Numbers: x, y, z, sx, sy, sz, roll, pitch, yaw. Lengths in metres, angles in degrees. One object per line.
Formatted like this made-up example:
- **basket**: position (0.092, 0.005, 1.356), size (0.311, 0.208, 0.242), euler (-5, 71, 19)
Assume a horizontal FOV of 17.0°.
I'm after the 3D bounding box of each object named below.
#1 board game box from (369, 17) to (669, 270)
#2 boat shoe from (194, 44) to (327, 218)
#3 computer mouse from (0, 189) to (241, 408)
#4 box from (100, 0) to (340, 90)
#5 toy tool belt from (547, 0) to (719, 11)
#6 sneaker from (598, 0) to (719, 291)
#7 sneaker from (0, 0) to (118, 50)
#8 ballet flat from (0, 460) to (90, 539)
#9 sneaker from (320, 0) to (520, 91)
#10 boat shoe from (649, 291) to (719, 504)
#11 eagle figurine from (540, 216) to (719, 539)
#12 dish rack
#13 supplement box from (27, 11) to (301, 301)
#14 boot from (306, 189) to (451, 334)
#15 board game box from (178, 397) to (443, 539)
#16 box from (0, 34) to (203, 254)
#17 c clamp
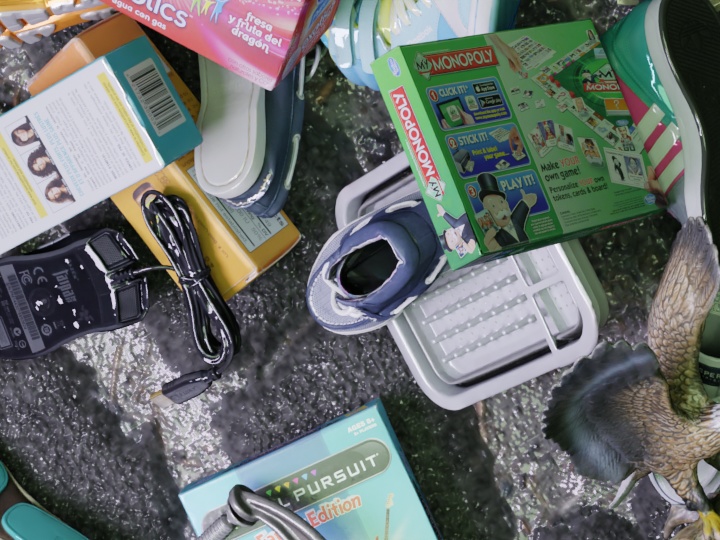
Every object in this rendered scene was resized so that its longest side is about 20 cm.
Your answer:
- **board game box**: position (0.101, -0.081, 1.481), size (0.029, 0.200, 0.135), euler (-29, 80, 41)
- **boat shoe**: position (-0.064, -0.133, 1.615), size (0.075, 0.062, 0.201), euler (-14, 62, 32)
- **computer mouse**: position (-0.168, 0.032, 1.637), size (0.200, 0.046, 0.141), euler (-22, 98, 27)
- **box**: position (-0.109, -0.214, 1.532), size (0.200, 0.100, 0.096), euler (29, 128, 7)
- **toy tool belt**: position (0.152, -0.228, 1.579), size (0.199, 0.125, 0.123), euler (-2, 85, 4)
- **sneaker**: position (0.196, -0.076, 1.586), size (0.083, 0.121, 0.201), euler (-15, 91, -35)
- **sneaker**: position (-0.225, -0.201, 1.633), size (0.199, 0.078, 0.077), euler (-13, 79, 1)
- **ballet flat**: position (-0.254, 0.174, 1.654), size (0.200, 0.069, 0.070), euler (41, 95, 14)
- **sneaker**: position (0.036, -0.174, 1.567), size (0.130, 0.200, 0.080), euler (18, 53, 9)
- **boat shoe**: position (0.232, 0.063, 1.619), size (0.073, 0.065, 0.201), euler (7, 94, 3)
- **eagle figurine**: position (0.197, 0.083, 1.521), size (0.151, 0.152, 0.200), euler (-30, 113, 9)
- **dish rack**: position (0.077, -0.008, 1.583), size (0.043, 0.200, 0.172), euler (-28, 90, -37)
- **supplement box**: position (-0.132, -0.073, 1.625), size (0.067, 0.069, 0.200), euler (-36, 90, 40)
- **boot**: position (0.000, 0.000, 1.564), size (0.090, 0.200, 0.073), euler (-27, 82, -38)
- **board game box**: position (-0.014, 0.210, 1.653), size (0.151, 0.047, 0.200), euler (-25, 92, 5)
- **box**: position (-0.201, -0.076, 1.593), size (0.200, 0.049, 0.082), euler (-24, 98, 38)
- **c clamp**: position (-0.103, 0.215, 1.625), size (0.200, 0.027, 0.171), euler (-38, 85, 28)
